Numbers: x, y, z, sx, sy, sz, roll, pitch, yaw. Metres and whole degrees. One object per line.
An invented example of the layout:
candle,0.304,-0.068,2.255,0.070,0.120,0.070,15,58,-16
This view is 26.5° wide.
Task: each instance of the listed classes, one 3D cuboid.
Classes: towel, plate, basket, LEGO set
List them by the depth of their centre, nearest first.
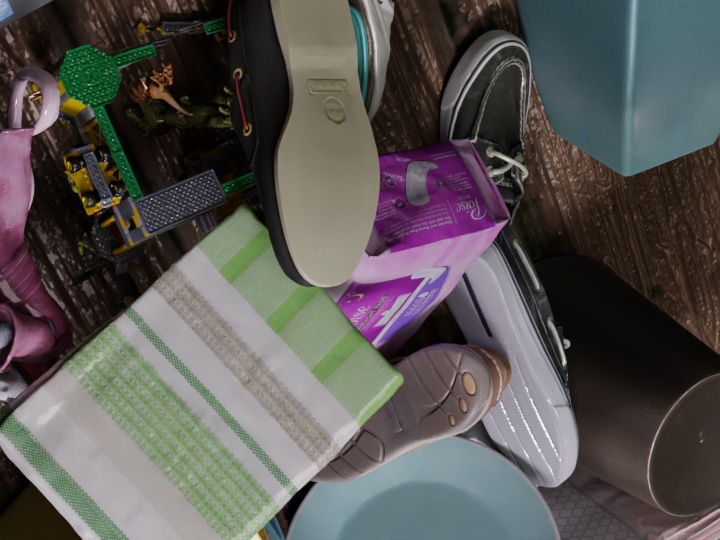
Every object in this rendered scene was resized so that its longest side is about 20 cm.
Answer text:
towel,-0.092,0.079,0.885,0.200,0.031,0.149,-42,91,-14
LEGO set,-0.117,-0.081,0.955,0.199,0.116,0.155,-34,97,-34
plate,0.043,0.211,1.067,0.200,0.200,0.026,-41,155,-12
basket,0.195,0.089,1.156,0.179,0.200,0.137,-20,120,-26
towel,0.197,0.162,1.189,0.190,0.200,0.032,-24,120,-21

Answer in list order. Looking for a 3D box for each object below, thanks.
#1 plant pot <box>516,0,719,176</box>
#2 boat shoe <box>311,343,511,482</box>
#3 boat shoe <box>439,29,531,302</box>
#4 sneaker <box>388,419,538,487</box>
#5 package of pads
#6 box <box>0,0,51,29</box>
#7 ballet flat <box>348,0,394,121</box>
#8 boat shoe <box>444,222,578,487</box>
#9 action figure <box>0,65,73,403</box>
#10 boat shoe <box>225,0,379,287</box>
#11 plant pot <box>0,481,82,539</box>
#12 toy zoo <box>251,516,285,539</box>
plant pot,0.199,-0.183,1.088,0.140,0.141,0.201,-21,127,-24
boat shoe,0.021,0.099,1.069,0.072,0.199,0.076,-11,85,-54
boat shoe,0.093,-0.070,1.106,0.070,0.064,0.202,2,109,-34
sneaker,0.028,0.140,1.146,0.198,0.075,0.116,-20,89,6
package of pads,0.000,0.000,1.009,0.120,0.076,0.200,-15,158,-31
box,-0.242,-0.203,0.838,0.199,0.049,0.162,-33,127,-18
ballet flat,-0.010,-0.188,0.994,0.069,0.069,0.201,-27,122,-21
boat shoe,0.118,0.055,1.076,0.071,0.072,0.201,-38,117,-42
action figure,-0.216,-0.003,0.896,0.148,0.134,0.201,-33,115,-18
boat shoe,-0.037,-0.085,0.898,0.073,0.063,0.203,4,73,-40
plant pot,-0.152,0.232,1.005,0.175,0.200,0.201,-29,124,-5
toy zoo,-0.082,0.145,0.998,0.020,0.200,0.132,-28,124,-2
